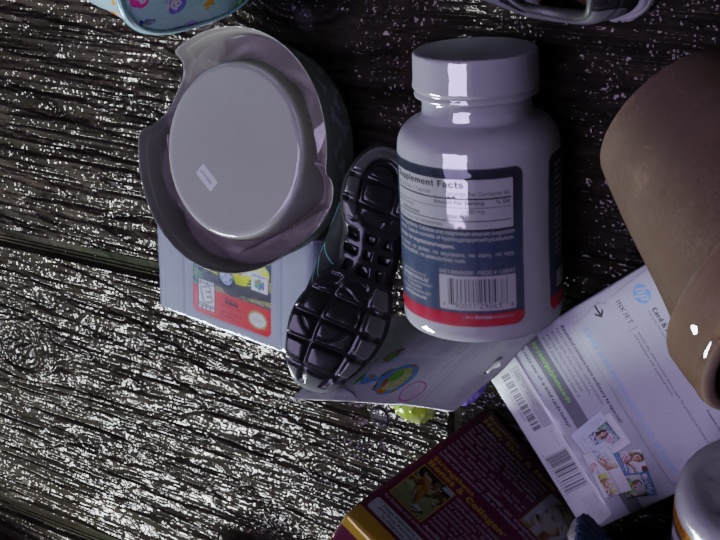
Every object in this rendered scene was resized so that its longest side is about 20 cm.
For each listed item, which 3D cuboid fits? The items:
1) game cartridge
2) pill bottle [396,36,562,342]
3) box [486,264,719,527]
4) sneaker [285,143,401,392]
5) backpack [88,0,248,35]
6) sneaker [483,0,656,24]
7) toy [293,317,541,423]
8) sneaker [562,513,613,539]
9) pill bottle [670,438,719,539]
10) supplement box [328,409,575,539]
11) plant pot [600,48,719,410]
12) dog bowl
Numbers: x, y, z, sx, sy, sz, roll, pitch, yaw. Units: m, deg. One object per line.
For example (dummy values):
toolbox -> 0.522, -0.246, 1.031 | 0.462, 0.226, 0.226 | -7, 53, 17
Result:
game cartridge -> -0.104, -0.008, 1.278 | 0.199, 0.041, 0.134 | 17, 114, 34
pill bottle -> 0.086, -0.061, 1.041 | 0.119, 0.119, 0.202 | 12, 114, 36
box -> 0.203, 0.089, 1.058 | 0.200, 0.041, 0.156 | -37, 83, 43
sneaker -> 0.000, 0.000, 1.127 | 0.075, 0.079, 0.201 | 22, 95, 1
backpack -> -0.138, -0.282, 1.100 | 0.150, 0.177, 0.201 | 35, 130, 30
sneaker -> 0.104, -0.215, 0.992 | 0.199, 0.079, 0.074 | 20, 121, 34
toy -> 0.049, 0.083, 1.115 | 0.199, 0.115, 0.047 | 2, 125, 51
sneaker -> 0.166, 0.237, 1.040 | 0.085, 0.200, 0.077 | -44, 65, -1
pill bottle -> 0.267, 0.219, 0.989 | 0.116, 0.116, 0.201 | 24, 136, 31
supplement box -> 0.070, 0.217, 1.111 | 0.131, 0.200, 0.104 | 43, 130, 18
plant pot -> 0.241, -0.042, 0.892 | 0.175, 0.199, 0.201 | 55, 134, 30
dog bowl -> -0.092, -0.099, 1.188 | 0.199, 0.059, 0.202 | 3, 95, 35
